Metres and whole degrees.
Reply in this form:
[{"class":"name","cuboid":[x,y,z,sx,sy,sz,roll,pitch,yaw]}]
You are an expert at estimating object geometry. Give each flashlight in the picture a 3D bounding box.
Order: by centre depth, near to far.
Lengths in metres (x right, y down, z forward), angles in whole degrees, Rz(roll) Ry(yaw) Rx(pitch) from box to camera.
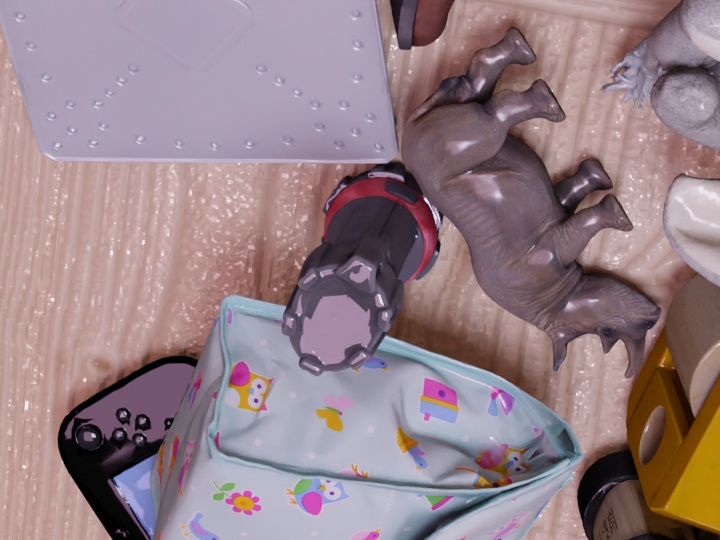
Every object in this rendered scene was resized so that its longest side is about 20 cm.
[{"class":"flashlight","cuboid":[0.000,0.000,1.149,0.068,0.200,0.068,-18,104,15]}]

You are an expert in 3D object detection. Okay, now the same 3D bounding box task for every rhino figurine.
[{"class":"rhino figurine","cuboid":[0.094,-0.022,1.198,0.087,0.060,0.200,-29,112,10]}]

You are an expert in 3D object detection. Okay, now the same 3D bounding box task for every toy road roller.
[{"class":"toy road roller","cuboid":[0.209,0.110,1.195,0.145,0.123,0.201,17,113,-10]}]

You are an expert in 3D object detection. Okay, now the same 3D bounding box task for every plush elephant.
[{"class":"plush elephant","cuboid":[0.214,-0.078,1.100,0.155,0.165,0.200,50,149,1]}]

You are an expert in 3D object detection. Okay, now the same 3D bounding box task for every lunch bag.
[{"class":"lunch bag","cuboid":[-0.001,0.118,1.202,0.199,0.122,0.171,13,141,-13]}]

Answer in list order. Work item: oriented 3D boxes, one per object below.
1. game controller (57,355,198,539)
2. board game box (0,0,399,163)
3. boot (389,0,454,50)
[{"class":"game controller","cuboid":[-0.085,0.146,1.305,0.104,0.042,0.200,-28,102,19]},{"class":"board game box","cuboid":[-0.088,-0.137,1.172,0.199,0.026,0.200,1,136,11]},{"class":"boot","cuboid":[0.117,-0.176,1.133,0.199,0.069,0.189,1,137,-13]}]
